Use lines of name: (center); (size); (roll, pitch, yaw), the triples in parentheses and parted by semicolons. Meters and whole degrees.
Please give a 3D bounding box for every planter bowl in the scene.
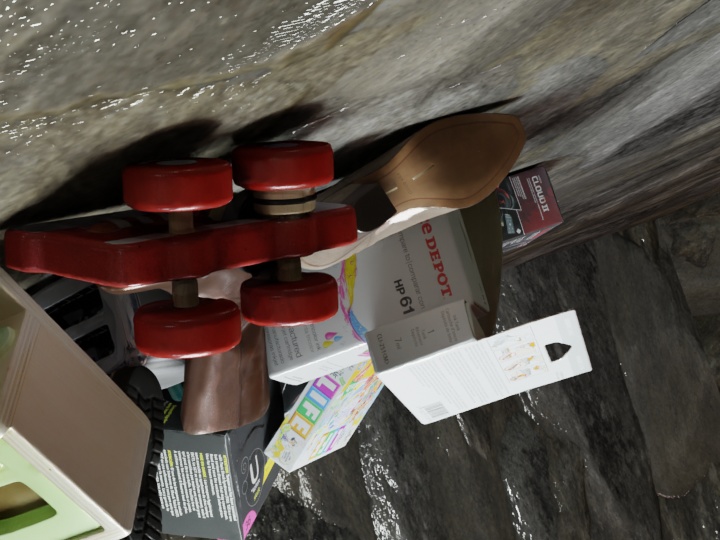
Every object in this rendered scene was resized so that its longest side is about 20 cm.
planter bowl: (0.052, 0.003, 1.254); (0.132, 0.204, 0.200); (4, 171, -10)

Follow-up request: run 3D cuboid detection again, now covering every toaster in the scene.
toaster: (-0.201, 0.048, 1.084); (0.198, 0.115, 0.128); (-22, 172, 37)

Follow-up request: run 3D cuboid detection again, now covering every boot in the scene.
boot: (-0.137, 0.060, 0.999); (0.185, 0.203, 0.064); (-18, -143, -40)
boot: (0.023, -0.064, 1.017); (0.198, 0.071, 0.146); (-27, -175, -24)
boot: (-0.229, 0.182, 0.978); (0.136, 0.203, 0.078); (-11, 145, 21)

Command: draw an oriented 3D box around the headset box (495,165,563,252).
headset box: (0.141, -0.055, 1.506); (0.197, 0.076, 0.149); (-18, 174, -14)

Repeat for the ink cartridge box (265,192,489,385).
ink cartridge box: (0.000, 0.000, 1.122); (0.197, 0.147, 0.085); (-20, 166, 10)

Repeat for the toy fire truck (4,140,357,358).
toy fire truck: (-0.110, -0.024, 0.814); (0.198, 0.114, 0.167); (-14, -163, -42)

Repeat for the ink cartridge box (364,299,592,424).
ink cartridge box: (0.110, 0.072, 1.106); (0.171, 0.044, 0.200); (-20, 158, 8)

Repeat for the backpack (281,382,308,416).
backpack: (-0.075, 0.068, 1.434); (0.199, 0.179, 0.150); (-34, 171, 32)

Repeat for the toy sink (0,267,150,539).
toy sink: (-0.257, 0.106, 0.853); (0.129, 0.201, 0.113); (-21, -142, 19)

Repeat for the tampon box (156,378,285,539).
tampon box: (-0.188, 0.164, 1.237); (0.197, 0.128, 0.150); (3, -152, 16)

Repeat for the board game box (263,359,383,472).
board game box: (-0.020, 0.130, 1.292); (0.135, 0.034, 0.200); (-57, 168, 8)
